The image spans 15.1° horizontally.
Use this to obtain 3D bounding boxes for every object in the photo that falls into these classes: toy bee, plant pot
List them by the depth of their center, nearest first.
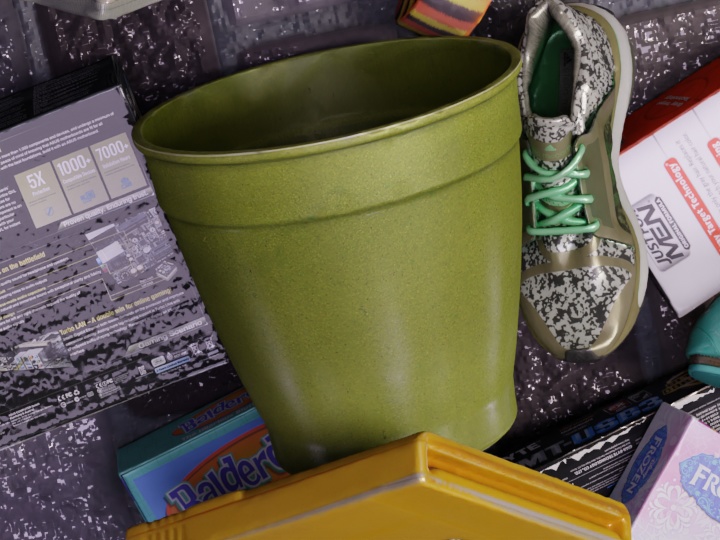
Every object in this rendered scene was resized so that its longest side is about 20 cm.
[{"bbox_3d":[0.000,0.000,1.394,0.200,0.200,0.193,-12,107,-3],"label":"plant pot"},{"bbox_3d":[0.071,-0.207,1.407,0.131,0.109,0.200,3,105,-5],"label":"toy bee"}]

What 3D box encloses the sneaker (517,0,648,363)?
[{"bbox_3d":[0.101,-0.052,1.410,0.077,0.089,0.200,-8,77,19],"label":"sneaker"}]

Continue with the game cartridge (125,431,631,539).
[{"bbox_3d":[0.009,0.137,1.397,0.200,0.032,0.176,-18,152,36],"label":"game cartridge"}]

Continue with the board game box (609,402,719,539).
[{"bbox_3d":[0.202,0.206,1.506,0.200,0.041,0.200,30,89,-22],"label":"board game box"}]

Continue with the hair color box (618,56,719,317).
[{"bbox_3d":[0.228,-0.074,1.485,0.200,0.061,0.102,-33,106,3],"label":"hair color box"}]

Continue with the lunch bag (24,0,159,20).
[{"bbox_3d":[-0.106,-0.232,1.351,0.118,0.200,0.164,16,117,31],"label":"lunch bag"}]

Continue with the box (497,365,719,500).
[{"bbox_3d":[0.160,0.176,1.532,0.200,0.050,0.199,-25,108,-14],"label":"box"}]

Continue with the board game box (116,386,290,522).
[{"bbox_3d":[-0.025,0.156,1.529,0.152,0.045,0.200,-26,107,1],"label":"board game box"}]

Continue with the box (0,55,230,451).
[{"bbox_3d":[-0.191,0.001,1.446,0.200,0.086,0.164,-22,107,0],"label":"box"}]

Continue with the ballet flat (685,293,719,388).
[{"bbox_3d":[0.275,0.052,1.458,0.200,0.067,0.070,19,81,17],"label":"ballet flat"}]
